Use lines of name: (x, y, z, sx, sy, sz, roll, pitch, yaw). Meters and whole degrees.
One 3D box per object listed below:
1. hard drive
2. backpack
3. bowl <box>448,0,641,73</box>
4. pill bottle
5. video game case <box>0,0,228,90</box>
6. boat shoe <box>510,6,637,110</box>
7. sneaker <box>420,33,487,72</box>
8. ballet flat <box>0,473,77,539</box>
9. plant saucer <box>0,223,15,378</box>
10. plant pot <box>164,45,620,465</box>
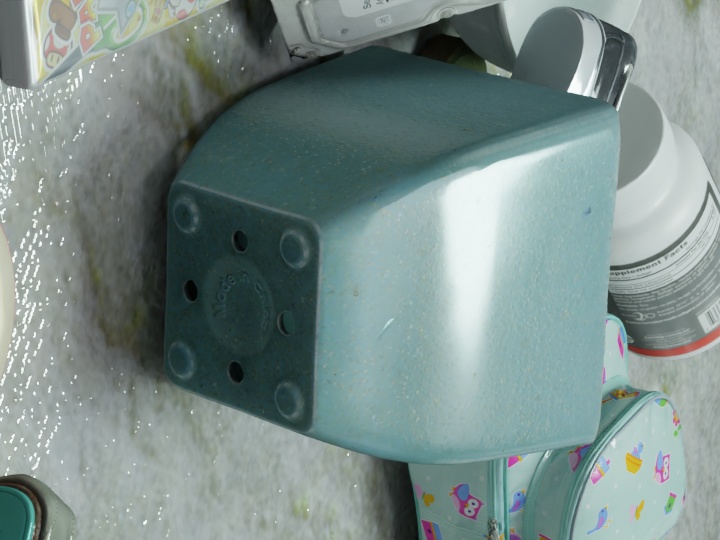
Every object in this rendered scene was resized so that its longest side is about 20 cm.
hard drive: (0.041, -0.187, 1.466, 0.140, 0.199, 0.038, 72, 3, -59)
backpack: (0.116, 0.120, 1.758, 0.176, 0.153, 0.201, -42, 128, -37)
bowl: (0.097, -0.210, 1.656, 0.201, 0.090, 0.202, -28, 124, -51)
pill bottle: (0.188, -0.035, 1.847, 0.116, 0.115, 0.200, -63, 146, -22)
video game case: (-0.121, -0.211, 1.361, 0.182, 0.023, 0.201, -32, 127, -50)
boat shoe: (0.104, -0.053, 1.598, 0.068, 0.072, 0.201, 16, 98, -39)
sneaker: (0.066, -0.039, 1.667, 0.067, 0.089, 0.202, 17, 86, -58)
ballet flat: (-0.189, 0.202, 1.363, 0.201, 0.067, 0.064, -70, 156, -11)
plant saucer: (-0.224, 0.025, 1.253, 0.200, 0.051, 0.202, -29, 126, -51)
plant pot: (0.000, 0.000, 1.492, 0.199, 0.195, 0.198, -14, 114, -45)
